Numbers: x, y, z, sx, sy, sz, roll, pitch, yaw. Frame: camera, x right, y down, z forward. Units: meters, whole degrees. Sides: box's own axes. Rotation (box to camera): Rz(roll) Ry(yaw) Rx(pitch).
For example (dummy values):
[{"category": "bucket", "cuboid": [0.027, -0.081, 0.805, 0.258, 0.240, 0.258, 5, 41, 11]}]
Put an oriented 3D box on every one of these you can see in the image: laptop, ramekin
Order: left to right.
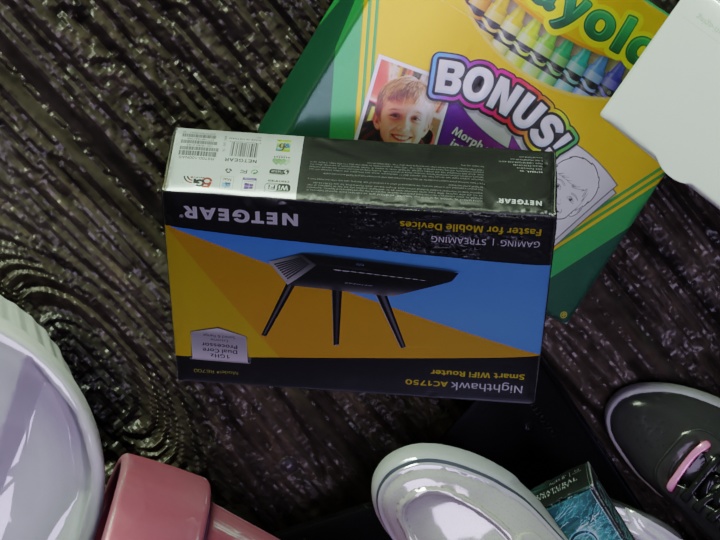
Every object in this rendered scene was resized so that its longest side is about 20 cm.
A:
[{"category": "ramekin", "cuboid": [-0.236, 0.095, 1.056, 0.200, 0.094, 0.204, -2, 110, -6]}, {"category": "laptop", "cuboid": [0.055, 0.175, 1.199, 0.199, 0.116, 0.188, -21, 117, 29]}]

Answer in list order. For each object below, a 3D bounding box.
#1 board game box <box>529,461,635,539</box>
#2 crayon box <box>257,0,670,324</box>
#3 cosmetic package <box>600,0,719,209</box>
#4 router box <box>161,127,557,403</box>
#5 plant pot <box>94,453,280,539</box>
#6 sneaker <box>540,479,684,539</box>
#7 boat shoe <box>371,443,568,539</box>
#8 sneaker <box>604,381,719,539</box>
[{"category": "board game box", "cuboid": [0.119, 0.218, 1.132, 0.134, 0.028, 0.201, -27, 113, 12]}, {"category": "crayon box", "cuboid": [0.073, -0.094, 1.067, 0.199, 0.058, 0.173, 28, 104, -20]}, {"category": "cosmetic package", "cuboid": [0.222, -0.066, 1.030, 0.085, 0.108, 0.199, -54, 152, 12]}, {"category": "router box", "cuboid": [0.000, 0.000, 1.041, 0.198, 0.051, 0.150, 4, 137, 3]}, {"category": "plant pot", "cuboid": [-0.077, 0.220, 1.073, 0.177, 0.200, 0.202, 18, 107, -8]}, {"category": "sneaker", "cuboid": [0.164, 0.200, 1.168, 0.200, 0.076, 0.092, 37, 79, -29]}, {"category": "boat shoe", "cuboid": [0.084, 0.173, 1.056, 0.071, 0.070, 0.200, -39, 110, 17]}, {"category": "sneaker", "cuboid": [0.225, 0.141, 1.146, 0.199, 0.099, 0.071, 38, 106, 0]}]
